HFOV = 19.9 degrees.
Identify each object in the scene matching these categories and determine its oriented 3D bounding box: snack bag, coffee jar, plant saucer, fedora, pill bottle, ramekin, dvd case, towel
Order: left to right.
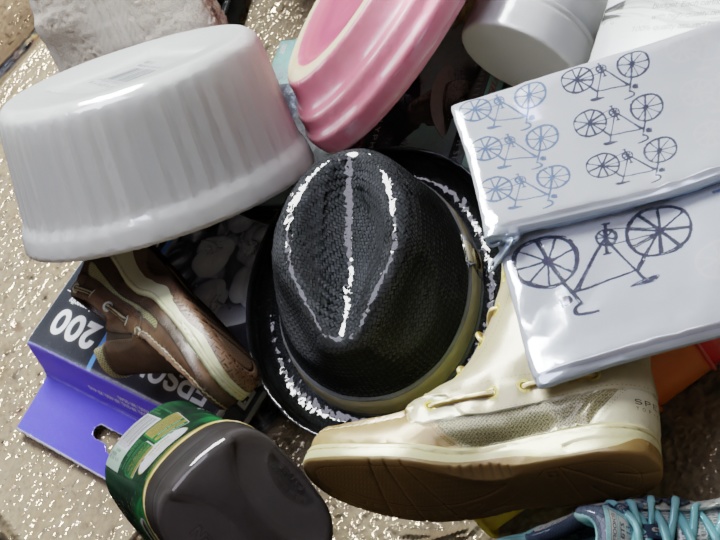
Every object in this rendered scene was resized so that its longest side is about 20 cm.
[{"bbox_3d":[-0.154,-0.165,1.428,0.132,0.201,0.035,-16,20,27],"label":"towel"},{"bbox_3d":[-0.139,-0.087,1.334,0.199,0.098,0.201,-17,15,5],"label":"ramekin"},{"bbox_3d":[-0.084,0.134,1.185,0.085,0.104,0.200,-42,11,-11],"label":"coffee jar"},{"bbox_3d":[0.000,0.000,1.257,0.199,0.092,0.202,-9,62,17],"label":"fedora"},{"bbox_3d":[0.004,-0.102,1.407,0.199,0.022,0.147,1,61,36],"label":"dvd case"},{"bbox_3d":[0.013,-0.174,1.337,0.201,0.051,0.201,-52,16,22],"label":"plant saucer"},{"bbox_3d":[0.142,-0.218,1.322,0.111,0.111,0.201,10,66,40],"label":"pill bottle"},{"bbox_3d":[0.155,-0.039,1.102,0.187,0.021,0.201,-15,55,7],"label":"snack bag"}]

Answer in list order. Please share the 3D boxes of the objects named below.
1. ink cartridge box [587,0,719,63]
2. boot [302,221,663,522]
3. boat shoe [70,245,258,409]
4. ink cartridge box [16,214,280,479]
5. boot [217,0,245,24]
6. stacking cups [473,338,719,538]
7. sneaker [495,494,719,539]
[{"bbox_3d":[0.216,-0.117,1.214,0.144,0.084,0.201,1,61,37],"label":"ink cartridge box"},{"bbox_3d":[0.070,0.051,1.127,0.199,0.073,0.156,-8,56,23],"label":"boot"},{"bbox_3d":[-0.131,0.044,1.313,0.075,0.075,0.202,-46,35,0],"label":"boat shoe"},{"bbox_3d":[-0.134,0.048,1.388,0.197,0.043,0.201,20,74,42],"label":"ink cartridge box"},{"bbox_3d":[-0.149,-0.268,1.533,0.076,0.168,0.201,-11,54,34],"label":"boot"},{"bbox_3d":[0.142,0.075,1.161,0.199,0.061,0.061,-33,45,6],"label":"stacking cups"},{"bbox_3d":[0.154,0.154,1.066,0.199,0.086,0.078,-19,51,25],"label":"sneaker"}]
